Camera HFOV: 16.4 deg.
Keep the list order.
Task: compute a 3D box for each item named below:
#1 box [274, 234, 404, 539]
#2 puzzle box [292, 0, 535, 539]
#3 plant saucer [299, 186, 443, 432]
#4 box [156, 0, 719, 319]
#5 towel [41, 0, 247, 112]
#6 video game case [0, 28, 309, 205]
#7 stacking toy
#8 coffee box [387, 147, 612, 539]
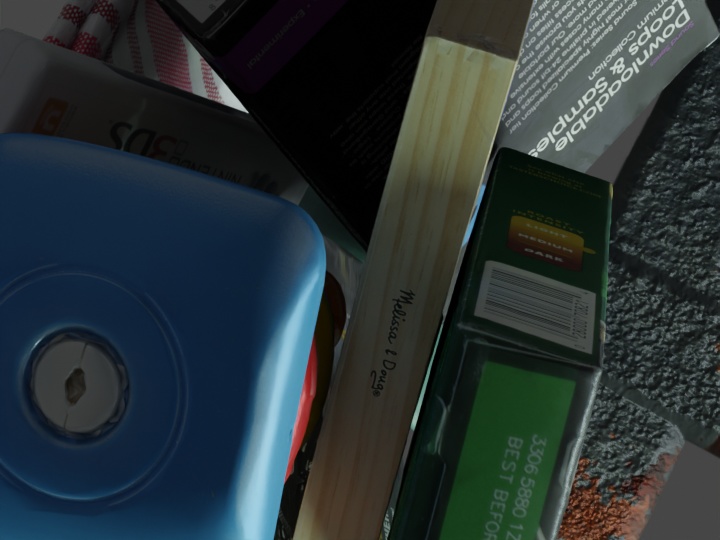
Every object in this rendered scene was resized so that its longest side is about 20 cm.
[{"bbox_3d":[-0.074,0.097,0.874,0.199,0.048,0.159,-28,-128,27],"label":"box"},{"bbox_3d":[0.018,-0.011,0.710,0.133,0.025,0.201,-73,178,-55],"label":"puzzle box"},{"bbox_3d":[0.000,0.000,0.986,0.036,0.201,0.200,-35,-177,3],"label":"plant saucer"},{"bbox_3d":[0.032,-0.080,0.780,0.143,0.036,0.200,-45,146,-4],"label":"box"},{"bbox_3d":[-0.072,-0.039,0.814,0.147,0.030,0.201,78,33,-56],"label":"towel"},{"bbox_3d":[-0.099,0.036,0.752,0.201,0.023,0.182,-62,156,7],"label":"video game case"},{"bbox_3d":[-0.044,0.019,0.714,0.200,0.109,0.117,-19,122,-73],"label":"stacking toy"},{"bbox_3d":[0.039,0.046,0.729,0.200,0.044,0.124,-69,174,-74],"label":"coffee box"}]
